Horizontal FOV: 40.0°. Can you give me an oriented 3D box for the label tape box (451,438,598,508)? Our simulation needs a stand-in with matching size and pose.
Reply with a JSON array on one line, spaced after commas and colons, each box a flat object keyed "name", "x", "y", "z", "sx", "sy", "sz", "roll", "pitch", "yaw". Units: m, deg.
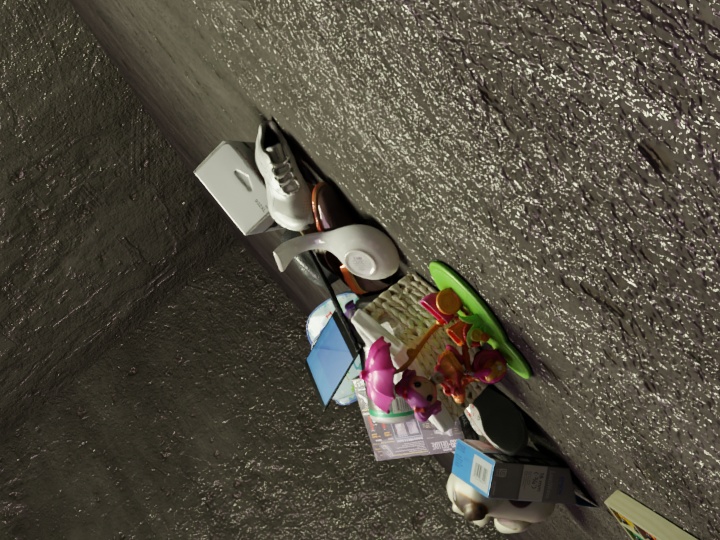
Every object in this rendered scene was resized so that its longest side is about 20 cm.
[{"name": "label tape box", "x": 0.268, "y": 0.325, "z": 1.596, "sx": 0.198, "sy": 0.064, "sz": 0.144, "roll": 9, "pitch": -178, "yaw": -19}]

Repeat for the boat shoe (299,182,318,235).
[{"name": "boat shoe", "x": -0.077, "y": -0.083, "z": 1.711, "sx": 0.067, "sy": 0.072, "sz": 0.200, "roll": 39, "pitch": 169, "yaw": 46}]

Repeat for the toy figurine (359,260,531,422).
[{"name": "toy figurine", "x": 0.094, "y": 0.123, "z": 1.298, "sx": 0.200, "sy": 0.184, "sz": 0.150, "roll": 49, "pitch": 172, "yaw": 0}]

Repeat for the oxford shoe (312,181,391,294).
[{"name": "oxford shoe", "x": -0.010, "y": -0.055, "z": 1.565, "sx": 0.072, "sy": 0.071, "sz": 0.201, "roll": -8, "pitch": 121, "yaw": 40}]

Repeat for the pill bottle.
[{"name": "pill bottle", "x": 0.054, "y": 0.142, "z": 1.639, "sx": 0.113, "sy": 0.112, "sz": 0.202, "roll": -165, "pitch": 65, "yaw": -77}]

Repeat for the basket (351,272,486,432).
[{"name": "basket", "x": 0.098, "y": 0.120, "z": 1.484, "sx": 0.135, "sy": 0.123, "sz": 0.200, "roll": 40, "pitch": 168, "yaw": 49}]

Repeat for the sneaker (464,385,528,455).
[{"name": "sneaker", "x": 0.222, "y": 0.247, "z": 1.600, "sx": 0.201, "sy": 0.067, "sz": 0.108, "roll": 46, "pitch": 173, "yaw": 50}]

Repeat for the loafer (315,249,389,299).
[{"name": "loafer", "x": 0.000, "y": 0.000, "z": 1.711, "sx": 0.200, "sy": 0.073, "sz": 0.071, "roll": 44, "pitch": 173, "yaw": -37}]

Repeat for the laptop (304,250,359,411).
[{"name": "laptop", "x": -0.073, "y": 0.096, "z": 1.665, "sx": 0.201, "sy": 0.103, "sz": 0.177, "roll": 66, "pitch": 176, "yaw": -26}]

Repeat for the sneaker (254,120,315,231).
[{"name": "sneaker", "x": -0.127, "y": -0.150, "z": 1.575, "sx": 0.087, "sy": 0.074, "sz": 0.201, "roll": 85, "pitch": 160, "yaw": -62}]

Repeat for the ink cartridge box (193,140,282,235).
[{"name": "ink cartridge box", "x": -0.183, "y": -0.146, "z": 1.727, "sx": 0.145, "sy": 0.084, "sz": 0.200, "roll": 50, "pitch": -165, "yaw": 5}]

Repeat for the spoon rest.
[{"name": "spoon rest", "x": -0.033, "y": -0.030, "z": 1.512, "sx": 0.198, "sy": 0.061, "sz": 0.100, "roll": 1, "pitch": 130, "yaw": 24}]

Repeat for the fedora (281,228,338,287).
[{"name": "fedora", "x": -0.083, "y": -0.037, "z": 1.878, "sx": 0.201, "sy": 0.091, "sz": 0.201, "roll": 49, "pitch": 173, "yaw": 9}]

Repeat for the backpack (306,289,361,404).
[{"name": "backpack", "x": -0.010, "y": 0.141, "z": 1.910, "sx": 0.201, "sy": 0.182, "sz": 0.147, "roll": 65, "pitch": -158, "yaw": 1}]

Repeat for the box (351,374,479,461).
[{"name": "box", "x": 0.095, "y": 0.243, "z": 1.736, "sx": 0.199, "sy": 0.050, "sz": 0.159, "roll": -16, "pitch": 94, "yaw": 35}]

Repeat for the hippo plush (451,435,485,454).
[{"name": "hippo plush", "x": 0.157, "y": 0.268, "z": 1.851, "sx": 0.160, "sy": 0.161, "sz": 0.199, "roll": 14, "pitch": -166, "yaw": 32}]

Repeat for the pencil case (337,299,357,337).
[{"name": "pencil case", "x": 0.042, "y": 0.122, "z": 1.770, "sx": 0.199, "sy": 0.084, "sz": 0.086, "roll": 31, "pitch": -146, "yaw": -44}]

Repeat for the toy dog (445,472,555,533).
[{"name": "toy dog", "x": 0.238, "y": 0.393, "z": 1.731, "sx": 0.199, "sy": 0.141, "sz": 0.193, "roll": 19, "pitch": 172, "yaw": -38}]

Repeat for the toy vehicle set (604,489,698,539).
[{"name": "toy vehicle set", "x": 0.402, "y": 0.363, "z": 1.267, "sx": 0.125, "sy": 0.026, "sz": 0.200, "roll": 52, "pitch": 172, "yaw": -13}]
